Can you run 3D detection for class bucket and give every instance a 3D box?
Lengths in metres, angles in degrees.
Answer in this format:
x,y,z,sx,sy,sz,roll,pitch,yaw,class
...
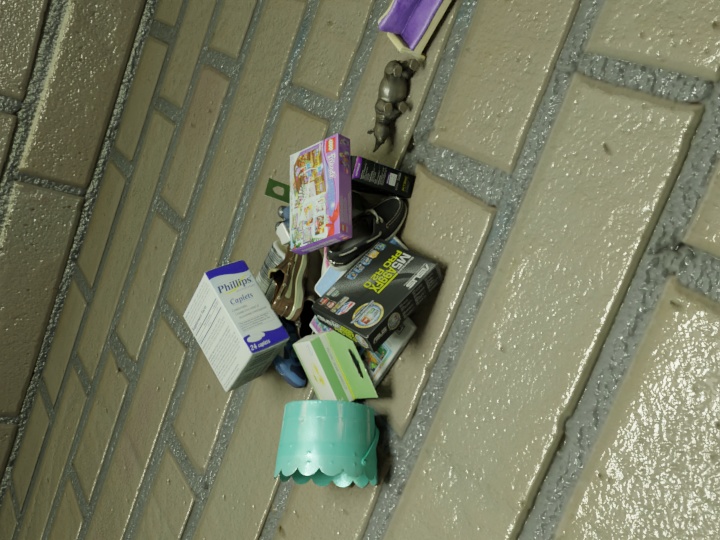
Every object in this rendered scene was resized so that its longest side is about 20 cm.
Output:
x,y,z,sx,sy,sz,roll,pitch,yaw,class
-0.060,0.326,1.611,0.206,0.204,0.138,-21,59,50,bucket

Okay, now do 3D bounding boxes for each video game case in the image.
x,y,z,sx,sy,sz,roll,pitch,yaw,class
0.001,0.109,1.688,0.200,0.023,0.184,48,120,27,video game case

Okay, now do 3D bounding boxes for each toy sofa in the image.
x,y,z,sx,sy,sz,roll,pitch,yaw,class
0.125,-0.536,1.723,0.202,0.096,0.083,-57,38,25,toy sofa

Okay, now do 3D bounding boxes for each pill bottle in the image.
x,y,z,sx,sy,sz,roll,pitch,yaw,class
-0.193,0.041,1.983,0.202,0.105,0.107,-63,36,20,pill bottle

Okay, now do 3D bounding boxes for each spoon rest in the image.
x,y,z,sx,sy,sz,roll,pitch,yaw,class
-0.109,-0.093,1.830,0.060,0.198,0.101,-30,84,40,spoon rest

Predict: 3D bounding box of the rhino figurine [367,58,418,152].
x,y,z,sx,sy,sz,roll,pitch,yaw,class
0.060,-0.342,1.783,0.087,0.059,0.204,-141,66,-68,rhino figurine

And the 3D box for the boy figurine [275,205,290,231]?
x,y,z,sx,sy,sz,roll,pitch,yaw,class
-0.124,-0.129,1.979,0.198,0.063,0.127,-8,72,54,boy figurine

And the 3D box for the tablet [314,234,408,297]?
x,y,z,sx,sy,sz,roll,pitch,yaw,class
0.000,0.000,1.732,0.130,0.014,0.201,44,106,28,tablet

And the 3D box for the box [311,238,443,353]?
x,y,z,sx,sy,sz,roll,pitch,yaw,class
0.030,0.041,1.581,0.200,0.045,0.159,-44,43,-21,box

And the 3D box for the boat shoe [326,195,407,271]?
x,y,z,sx,sy,sz,roll,pitch,yaw,class
0.011,-0.083,1.677,0.199,0.061,0.074,-38,60,-13,boat shoe

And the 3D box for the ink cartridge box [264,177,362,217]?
x,y,z,sx,sy,sz,roll,pitch,yaw,class
-0.096,-0.158,1.790,0.146,0.197,0.049,-95,29,-70,ink cartridge box

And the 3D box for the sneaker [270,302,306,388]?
x,y,z,sx,sy,sz,roll,pitch,yaw,class
-0.158,0.159,1.892,0.081,0.074,0.203,-26,81,15,sneaker

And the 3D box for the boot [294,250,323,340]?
x,y,z,sx,sy,sz,roll,pitch,yaw,class
-0.108,0.053,1.838,0.146,0.069,0.205,-97,7,-80,boot

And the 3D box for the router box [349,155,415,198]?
x,y,z,sx,sy,sz,roll,pitch,yaw,class
-0.005,-0.194,1.749,0.199,0.147,0.052,15,91,56,router box

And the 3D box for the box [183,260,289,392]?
x,y,z,sx,sy,sz,roll,pitch,yaw,class
-0.263,0.115,1.802,0.202,0.104,0.184,57,141,15,box

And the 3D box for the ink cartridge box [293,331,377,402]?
x,y,z,sx,sy,sz,roll,pitch,yaw,class
-0.052,0.193,1.671,0.148,0.047,0.199,65,157,-3,ink cartridge box

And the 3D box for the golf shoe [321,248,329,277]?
x,y,z,sx,sy,sz,roll,pitch,yaw,class
-0.051,0.029,1.826,0.091,0.074,0.205,156,120,-81,golf shoe

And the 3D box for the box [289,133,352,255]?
x,y,z,sx,sy,sz,roll,pitch,yaw,class
-0.077,-0.145,1.653,0.135,0.039,0.205,-17,67,40,box

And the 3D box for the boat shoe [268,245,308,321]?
x,y,z,sx,sy,sz,roll,pitch,yaw,class
-0.154,0.006,1.799,0.075,0.074,0.205,-53,27,40,boat shoe
